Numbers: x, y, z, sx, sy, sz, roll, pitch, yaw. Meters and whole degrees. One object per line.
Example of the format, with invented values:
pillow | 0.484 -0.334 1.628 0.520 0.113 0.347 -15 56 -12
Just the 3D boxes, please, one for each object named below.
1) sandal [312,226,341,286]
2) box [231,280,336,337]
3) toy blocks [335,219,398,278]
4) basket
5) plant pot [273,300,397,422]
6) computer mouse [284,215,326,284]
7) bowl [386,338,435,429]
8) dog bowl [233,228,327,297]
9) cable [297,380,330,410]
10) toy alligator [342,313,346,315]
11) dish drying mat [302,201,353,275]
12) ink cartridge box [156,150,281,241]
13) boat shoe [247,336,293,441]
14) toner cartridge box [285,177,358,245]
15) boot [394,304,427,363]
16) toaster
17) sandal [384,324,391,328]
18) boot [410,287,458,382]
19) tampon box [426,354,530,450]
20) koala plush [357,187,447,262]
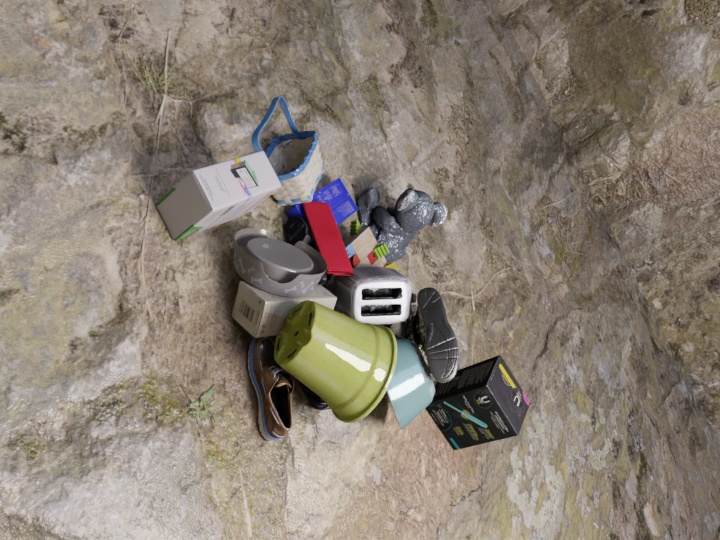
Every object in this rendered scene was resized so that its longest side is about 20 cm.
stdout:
sandal | -0.084 -0.019 1.437 0.076 0.047 0.204 50 52 -44
box | -0.151 0.072 1.294 0.197 0.080 0.094 0 25 -47
toy blocks | 0.000 0.000 1.533 0.136 0.098 0.204 -41 111 -37
basket | -0.168 -0.256 1.419 0.179 0.135 0.203 -69 148 -43
plant pot | -0.059 0.157 1.223 0.182 0.198 0.205 34 47 -28
computer mouse | -0.115 -0.044 1.402 0.034 0.058 0.203 27 29 -50
bowl | 0.097 0.233 1.413 0.201 0.102 0.206 157 -89 -89
dog bowl | -0.167 -0.015 1.291 0.195 0.060 0.201 20 19 -7
cable | -0.075 0.197 1.363 0.162 0.050 0.204 37 47 -30
toy alligator | -0.002 0.191 1.375 0.054 0.058 0.205 70 -2 -75
dish drying mat | -0.074 -0.074 1.423 0.075 0.018 0.204 3 50 -34
ink cartridge box | -0.273 -0.148 1.250 0.199 0.143 0.086 -31 93 -51
boat shoe | -0.163 0.218 1.234 0.071 0.072 0.206 3 68 -47
toner cartridge box | -0.088 -0.143 1.537 0.097 0.043 0.200 59 39 -8
boot | 0.127 0.158 1.594 0.198 0.072 0.154 32 50 -39
toaster | 0.025 0.056 1.430 0.194 0.129 0.118 1 98 -19
sandal | 0.044 0.118 1.538 0.201 0.079 0.056 -56 148 -57
boot | 0.161 0.160 1.422 0.071 0.155 0.209 -9 68 -6
tampon box | 0.290 0.330 1.586 0.152 0.198 0.126 55 40 -10
koala plush | 0.114 -0.134 1.638 0.175 0.198 0.189 22 54 -39
